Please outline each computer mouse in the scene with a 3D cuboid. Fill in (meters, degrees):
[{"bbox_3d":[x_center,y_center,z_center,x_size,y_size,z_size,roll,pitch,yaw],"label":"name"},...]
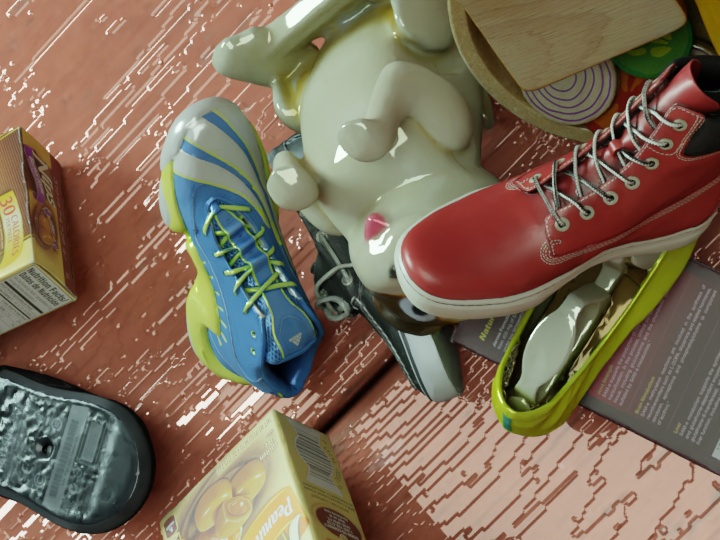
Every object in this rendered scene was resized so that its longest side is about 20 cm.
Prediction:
[{"bbox_3d":[-0.206,0.108,1.360,0.199,0.053,0.139,22,91,29],"label":"computer mouse"}]

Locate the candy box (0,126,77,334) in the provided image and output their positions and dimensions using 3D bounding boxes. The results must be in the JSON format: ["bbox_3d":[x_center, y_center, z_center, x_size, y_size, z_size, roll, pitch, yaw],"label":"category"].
[{"bbox_3d":[-0.289,0.000,1.368,0.199,0.056,0.117,-24,53,14],"label":"candy box"}]

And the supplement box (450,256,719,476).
[{"bbox_3d":[0.167,0.039,1.231,0.199,0.061,0.109,27,93,17],"label":"supplement box"}]

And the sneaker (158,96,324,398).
[{"bbox_3d":[-0.061,-0.007,1.255,0.076,0.201,0.105,-31,44,-27],"label":"sneaker"}]

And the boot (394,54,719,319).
[{"bbox_3d":[0.115,-0.050,1.074,0.199,0.145,0.073,-19,66,-20],"label":"boot"}]

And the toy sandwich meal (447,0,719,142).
[{"bbox_3d":[0.133,-0.138,1.116,0.203,0.070,0.206,6,130,7],"label":"toy sandwich meal"}]

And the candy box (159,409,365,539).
[{"bbox_3d":[-0.048,0.196,1.236,0.115,0.055,0.201,-46,39,21],"label":"candy box"}]

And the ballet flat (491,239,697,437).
[{"bbox_3d":[0.136,0.007,1.177,0.067,0.067,0.201,33,93,18],"label":"ballet flat"}]

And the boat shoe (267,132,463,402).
[{"bbox_3d":[-0.001,-0.001,1.282,0.068,0.074,0.200,-28,78,10],"label":"boat shoe"}]

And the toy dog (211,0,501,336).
[{"bbox_3d":[0.023,-0.060,1.209,0.139,0.194,0.201,-30,63,22],"label":"toy dog"}]
